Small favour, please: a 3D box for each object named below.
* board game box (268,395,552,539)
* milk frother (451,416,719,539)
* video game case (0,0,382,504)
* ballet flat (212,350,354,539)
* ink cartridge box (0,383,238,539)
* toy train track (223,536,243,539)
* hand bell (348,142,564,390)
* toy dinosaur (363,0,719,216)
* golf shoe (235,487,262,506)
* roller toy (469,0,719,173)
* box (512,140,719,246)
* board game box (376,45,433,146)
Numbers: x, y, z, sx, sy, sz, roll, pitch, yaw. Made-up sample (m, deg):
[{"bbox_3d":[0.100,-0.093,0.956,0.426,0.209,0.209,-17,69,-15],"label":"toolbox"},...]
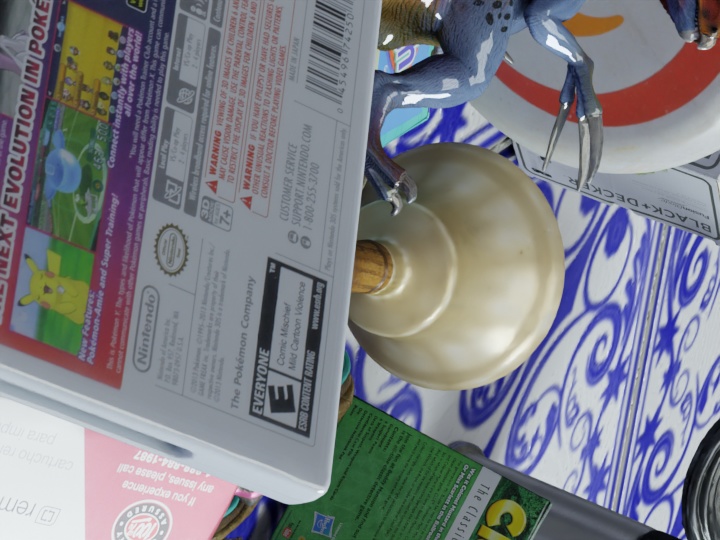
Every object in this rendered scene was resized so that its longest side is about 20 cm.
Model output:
[{"bbox_3d":[-0.007,0.163,1.299,0.200,0.105,0.023,-60,173,-16],"label":"board game box"},{"bbox_3d":[0.117,0.126,1.426,0.201,0.188,0.180,-67,157,-3],"label":"milk frother"},{"bbox_3d":[-0.074,-0.051,0.884,0.182,0.023,0.201,24,61,-33],"label":"video game case"},{"bbox_3d":[-0.072,0.083,1.166,0.200,0.068,0.072,-39,163,-54],"label":"ballet flat"},{"bbox_3d":[-0.145,0.113,0.914,0.146,0.083,0.201,18,102,-46],"label":"ink cartridge box"},{"bbox_3d":[-0.028,0.162,1.248,0.199,0.033,0.115,-3,100,-27],"label":"toy train track"},{"bbox_3d":[0.000,0.000,1.164,0.200,0.104,0.105,-3,112,-68],"label":"hand bell"},{"bbox_3d":[0.056,-0.097,1.055,0.181,0.105,0.200,-39,151,-21],"label":"toy dinosaur"},{"bbox_3d":[-0.099,0.064,1.032,0.200,0.073,0.092,-34,149,-32],"label":"golf shoe"},{"bbox_3d":[0.119,-0.142,1.222,0.140,0.200,0.183,-29,145,-56],"label":"roller toy"},{"bbox_3d":[0.165,-0.121,1.413,0.200,0.116,0.060,-58,154,-21],"label":"box"},{"bbox_3d":[-0.034,-0.095,1.104,0.200,0.045,0.153,-35,139,-50],"label":"board game box"}]
